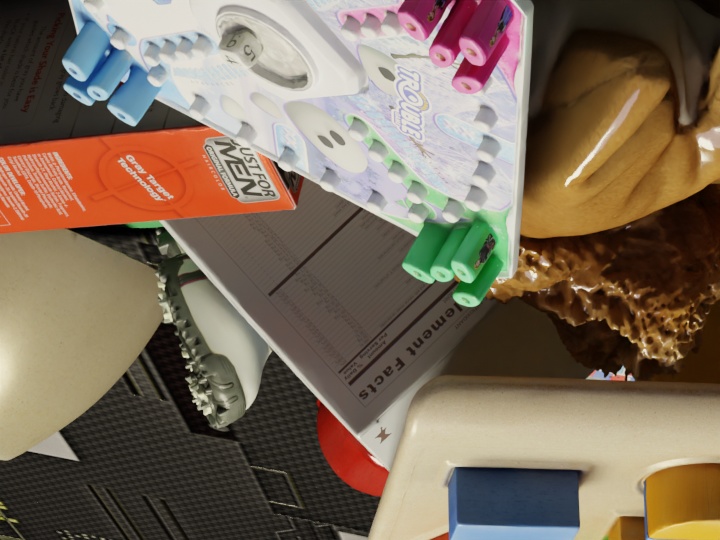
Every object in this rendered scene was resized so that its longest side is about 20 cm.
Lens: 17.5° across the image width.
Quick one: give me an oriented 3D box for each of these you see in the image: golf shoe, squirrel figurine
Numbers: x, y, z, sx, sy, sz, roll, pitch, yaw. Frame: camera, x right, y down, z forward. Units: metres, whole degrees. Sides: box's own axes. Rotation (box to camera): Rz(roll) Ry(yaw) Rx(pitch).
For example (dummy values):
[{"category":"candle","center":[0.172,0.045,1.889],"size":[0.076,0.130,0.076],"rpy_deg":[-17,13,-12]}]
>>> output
[{"category":"golf shoe","center":[-0.062,0.010,1.248],"size":[0.087,0.200,0.078],"rpy_deg":[-16,117,2]},{"category":"squirrel figurine","center":[0.129,-0.054,0.966],"size":[0.185,0.142,0.201],"rpy_deg":[5,129,-30]}]

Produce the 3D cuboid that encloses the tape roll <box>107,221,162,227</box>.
[{"category":"tape roll","center":[-0.163,-0.087,1.219],"size":[0.199,0.049,0.201],"rpy_deg":[12,158,5]}]

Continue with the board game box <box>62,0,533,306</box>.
[{"category":"board game box","center":[-0.034,-0.078,0.829],"size":[0.199,0.026,0.200],"rpy_deg":[28,158,15]}]

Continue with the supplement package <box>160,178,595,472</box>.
[{"category":"supplement package","center":[0.000,0.000,1.109],"size":[0.200,0.114,0.110],"rpy_deg":[47,179,34]}]

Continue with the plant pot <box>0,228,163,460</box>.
[{"category":"plant pot","center":[-0.219,0.030,1.344],"size":[0.199,0.135,0.200],"rpy_deg":[22,176,2]}]

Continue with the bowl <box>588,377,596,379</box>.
[{"category":"bowl","center":[0.170,0.060,1.264],"size":[0.199,0.091,0.202],"rpy_deg":[2,126,3]}]

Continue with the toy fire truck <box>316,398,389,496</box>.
[{"category":"toy fire truck","center":[0.051,0.129,1.404],"size":[0.175,0.201,0.129],"rpy_deg":[18,158,-9]}]

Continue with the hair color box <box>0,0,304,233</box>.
[{"category":"hair color box","center":[-0.118,-0.075,1.054],"size":[0.198,0.102,0.061],"rpy_deg":[-4,139,23]}]

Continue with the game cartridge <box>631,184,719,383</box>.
[{"category":"game cartridge","center":[0.215,0.019,1.064],"size":[0.199,0.032,0.177],"rpy_deg":[-20,103,31]}]

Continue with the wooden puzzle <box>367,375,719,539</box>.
[{"category":"wooden puzzle","center":[0.102,0.111,1.035],"size":[0.183,0.047,0.200],"rpy_deg":[2,151,-5]}]

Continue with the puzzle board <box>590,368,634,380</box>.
[{"category":"puzzle board","center":[0.187,-0.003,1.131],"size":[0.149,0.017,0.201],"rpy_deg":[12,136,-4]}]
